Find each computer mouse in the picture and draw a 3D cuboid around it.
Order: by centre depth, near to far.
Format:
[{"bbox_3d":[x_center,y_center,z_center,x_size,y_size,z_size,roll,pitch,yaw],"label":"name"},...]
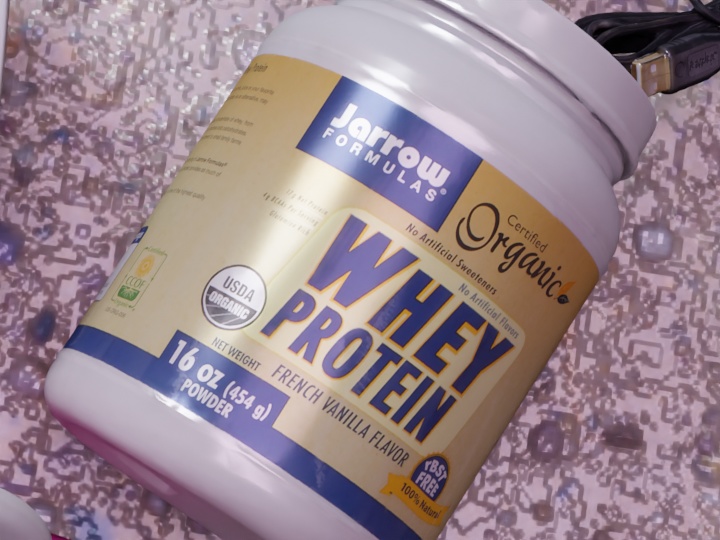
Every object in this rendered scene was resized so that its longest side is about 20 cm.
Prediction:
[{"bbox_3d":[0.076,-0.152,1.033,0.109,0.044,0.200,-28,82,-31],"label":"computer mouse"}]

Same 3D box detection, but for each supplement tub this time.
[{"bbox_3d":[0.000,0.000,0.957,0.144,0.144,0.200,33,80,-1],"label":"supplement tub"}]

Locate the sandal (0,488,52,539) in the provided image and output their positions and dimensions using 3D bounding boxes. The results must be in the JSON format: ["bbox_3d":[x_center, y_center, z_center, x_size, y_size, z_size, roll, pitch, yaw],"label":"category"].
[{"bbox_3d":[-0.194,0.087,0.830,0.202,0.083,0.050,-10,45,-4],"label":"sandal"}]

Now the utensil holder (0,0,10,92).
[{"bbox_3d":[-0.219,-0.072,0.932,0.199,0.170,0.171,6,82,-7],"label":"utensil holder"}]

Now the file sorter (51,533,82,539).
[{"bbox_3d":[-0.179,0.130,0.925,0.199,0.139,0.126,18,84,-4],"label":"file sorter"}]
